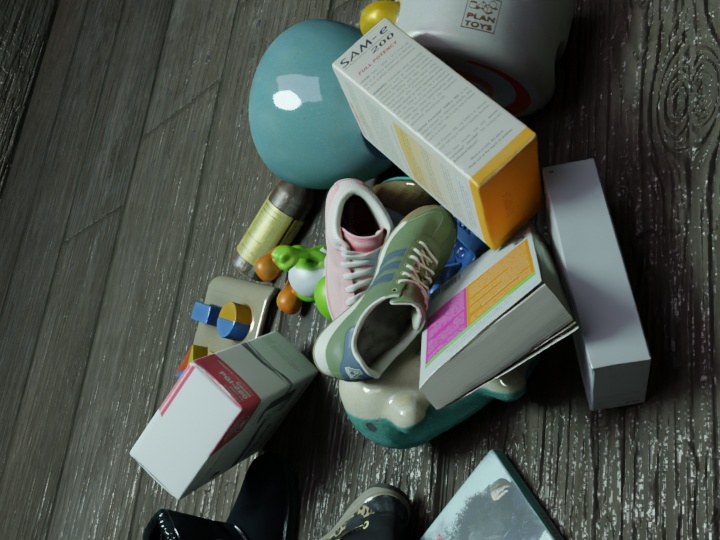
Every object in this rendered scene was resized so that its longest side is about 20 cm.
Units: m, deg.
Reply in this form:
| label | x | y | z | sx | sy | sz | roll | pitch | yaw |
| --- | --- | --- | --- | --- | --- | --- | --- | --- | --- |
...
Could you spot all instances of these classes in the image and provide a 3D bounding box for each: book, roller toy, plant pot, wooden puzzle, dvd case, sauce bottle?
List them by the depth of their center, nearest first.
| label | x | y | z | sx | sy | sz | roll | pitch | yaw |
| --- | --- | --- | --- | --- | --- | --- | --- | --- | --- |
| book | 0.110 | 0.031 | 0.780 | 0.133 | 0.048 | 0.200 | -37 | 12 | 17 |
| dvd case | 0.099 | 0.283 | 0.796 | 0.200 | 0.022 | 0.146 | -56 | 36 | 18 |
| roller toy | 0.118 | -0.241 | 0.917 | 0.182 | 0.200 | 0.140 | 4 | 75 | 48 |
| plant pot | -0.010 | -0.183 | 1.028 | 0.135 | 0.200 | 0.201 | 21 | 89 | 46 |
| sauce bottle | -0.106 | -0.080 | 1.240 | 0.200 | 0.065 | 0.065 | -55 | 36 | 14 |
| wooden puzzle | -0.207 | 0.105 | 1.286 | 0.185 | 0.046 | 0.201 | 10 | 79 | 55 |

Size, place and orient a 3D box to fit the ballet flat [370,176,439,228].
| label | x | y | z | sx | sy | sz | roll | pitch | yaw |
| --- | --- | --- | --- | --- | --- | --- | --- | --- | --- |
| ballet flat | 0.018 | -0.066 | 1.054 | 0.200 | 0.068 | 0.072 | 6 | 61 | 56 |

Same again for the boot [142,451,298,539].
| label | x | y | z | sx | sy | sz | roll | pitch | yaw |
| --- | --- | --- | --- | --- | --- | --- | --- | --- | --- |
| boot | -0.158 | 0.287 | 1.010 | 0.076 | 0.168 | 0.201 | -34 | 46 | 38 |

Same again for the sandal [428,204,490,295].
| label | x | y | z | sx | sy | sz | roll | pitch | yaw |
| --- | --- | --- | --- | --- | --- | --- | --- | --- | --- |
| sandal | 0.099 | -0.041 | 0.923 | 0.201 | 0.087 | 0.079 | -61 | 33 | 6 |

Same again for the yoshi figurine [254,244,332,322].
| label | x | y | z | sx | sy | sz | roll | pitch | yaw |
| --- | --- | --- | --- | --- | --- | --- | --- | --- | --- |
| yoshi figurine | -0.052 | 0.018 | 1.086 | 0.200 | 0.112 | 0.113 | -4 | 84 | 50 |

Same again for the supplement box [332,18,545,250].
| label | x | y | z | sx | sy | sz | roll | pitch | yaw |
| --- | --- | --- | --- | --- | --- | --- | --- | --- | --- |
| supplement box | 0.075 | -0.127 | 0.828 | 0.073 | 0.126 | 0.200 | -42 | 63 | -6 |

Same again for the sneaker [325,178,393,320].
| label | x | y | z | sx | sy | sz | roll | pitch | yaw |
| --- | --- | --- | --- | --- | --- | --- | --- | --- | --- |
| sneaker | 0.000 | 0.000 | 0.960 | 0.105 | 0.075 | 0.201 | -151 | 54 | -82 |

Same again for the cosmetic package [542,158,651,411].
| label | x | y | z | sx | sy | sz | roll | pitch | yaw |
| --- | --- | --- | --- | --- | --- | --- | --- | --- | --- |
| cosmetic package | 0.198 | 0.009 | 0.756 | 0.050 | 0.083 | 0.201 | -11 | 56 | 9 |

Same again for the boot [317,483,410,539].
| label | x | y | z | sx | sy | sz | roll | pitch | yaw |
| --- | --- | --- | --- | --- | --- | --- | --- | --- | --- |
| boot | -0.017 | 0.315 | 0.847 | 0.200 | 0.073 | 0.151 | -51 | 10 | 12 |

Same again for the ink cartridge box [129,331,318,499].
| label | x | y | z | sx | sy | sz | roll | pitch | yaw |
| --- | --- | --- | --- | --- | --- | --- | --- | --- | --- |
| ink cartridge box | -0.154 | 0.164 | 1.047 | 0.085 | 0.200 | 0.146 | 40 | 109 | 12 |

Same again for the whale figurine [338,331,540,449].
| label | x | y | z | sx | sy | sz | roll | pitch | yaw |
| --- | --- | --- | --- | --- | --- | --- | --- | --- | --- |
| whale figurine | 0.079 | 0.116 | 0.862 | 0.199 | 0.104 | 0.159 | -8 | 24 | 29 |

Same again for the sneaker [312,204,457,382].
| label | x | y | z | sx | sy | sz | roll | pitch | yaw |
| --- | --- | --- | --- | --- | --- | --- | --- | --- | --- |
| sneaker | 0.042 | 0.024 | 0.830 | 0.200 | 0.067 | 0.090 | -52 | 23 | -13 |
